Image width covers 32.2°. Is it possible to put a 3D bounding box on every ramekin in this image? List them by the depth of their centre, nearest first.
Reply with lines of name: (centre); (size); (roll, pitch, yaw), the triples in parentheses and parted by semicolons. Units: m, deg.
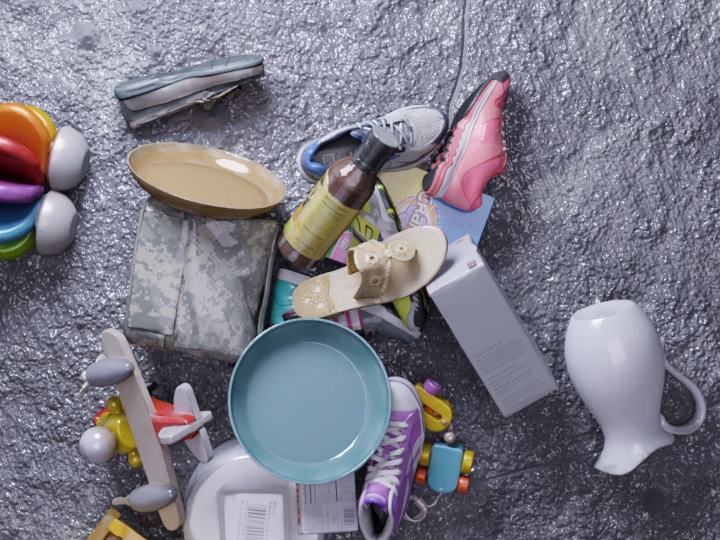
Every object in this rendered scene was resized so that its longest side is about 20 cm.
ramekin: (-0.132, 0.313, 1.585); (0.200, 0.098, 0.201); (0, 89, 0)

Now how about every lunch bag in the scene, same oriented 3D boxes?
lunch bag: (-0.193, 0.015, 1.564); (0.167, 0.139, 0.201); (10, 88, 6)

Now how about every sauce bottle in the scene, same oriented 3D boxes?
sauce bottle: (-0.025, -0.090, 1.514); (0.065, 0.065, 0.200); (40, 116, 0)

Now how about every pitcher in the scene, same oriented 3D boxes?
pitcher: (0.352, 0.136, 1.591); (0.171, 0.121, 0.201); (-20, 101, -20)

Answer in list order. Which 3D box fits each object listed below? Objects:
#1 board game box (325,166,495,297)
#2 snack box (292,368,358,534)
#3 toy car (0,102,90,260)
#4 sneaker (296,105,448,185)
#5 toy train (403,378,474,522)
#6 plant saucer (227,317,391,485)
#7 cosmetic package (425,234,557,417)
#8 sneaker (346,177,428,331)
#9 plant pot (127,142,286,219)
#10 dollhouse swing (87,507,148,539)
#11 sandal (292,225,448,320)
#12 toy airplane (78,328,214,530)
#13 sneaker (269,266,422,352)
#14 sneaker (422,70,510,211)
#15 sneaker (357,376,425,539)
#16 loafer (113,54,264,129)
board game box: (0.055, -0.059, 1.617); (0.199, 0.040, 0.154); (20, 90, 0)
snack box: (-0.046, 0.222, 1.540); (0.072, 0.024, 0.201); (0, 78, -19)
toy car: (-0.442, -0.113, 1.560); (0.174, 0.150, 0.201); (11, 89, -1)
sneaker: (0.018, -0.154, 1.555); (0.199, 0.085, 0.077); (-20, 90, -1)
toy train: (0.061, 0.215, 1.613); (0.150, 0.056, 0.200); (-29, 95, 14)
plant saucer: (-0.063, 0.159, 1.515); (0.199, 0.036, 0.201); (2, 79, -11)
cosmetic package: (0.157, 0.067, 1.550); (0.081, 0.113, 0.200); (-32, 108, 7)
sneaker: (0.028, -0.014, 1.567); (0.076, 0.075, 0.201); (-22, 79, 7)
plant pot: (-0.192, -0.109, 1.549); (0.199, 0.200, 0.028); (17, 113, 0)
dollhouse swing: (-0.274, 0.413, 1.545); (0.200, 0.176, 0.182); (37, 89, -1)
sandal: (0.002, 0.005, 1.496); (0.211, 0.070, 0.078); (-24, 73, 20)
toy airplane: (-0.270, 0.197, 1.518); (0.141, 0.200, 0.200); (-21, 56, -31)
sneaker: (-0.031, 0.084, 1.593); (0.199, 0.084, 0.121); (21, 87, 4)
sneaker: (0.154, -0.161, 1.597); (0.087, 0.074, 0.201); (32, 72, -9)
sneaker: (0.036, 0.238, 1.535); (0.072, 0.114, 0.201); (4, 100, 11)
loafer: (-0.216, -0.231, 1.612); (0.199, 0.072, 0.063); (-11, 109, 6)
